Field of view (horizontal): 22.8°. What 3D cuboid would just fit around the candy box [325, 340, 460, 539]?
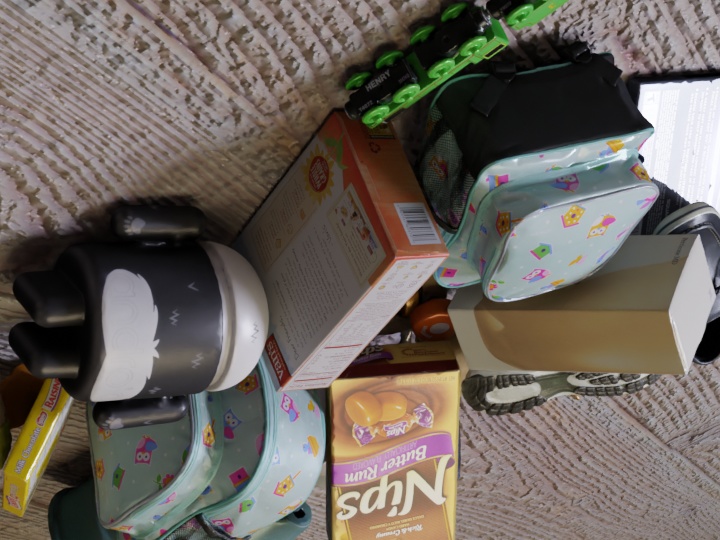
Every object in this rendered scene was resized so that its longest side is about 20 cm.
[{"bbox_3d":[0.027,0.165,1.596,0.116,0.057,0.201,-4,120,-6],"label":"candy box"}]

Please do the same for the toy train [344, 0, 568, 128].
[{"bbox_3d":[0.074,-0.166,1.289,0.199,0.042,0.056,-33,163,22],"label":"toy train"}]

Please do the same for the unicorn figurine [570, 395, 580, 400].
[{"bbox_3d":[0.248,0.056,1.787,0.198,0.138,0.074,-1,147,-3],"label":"unicorn figurine"}]

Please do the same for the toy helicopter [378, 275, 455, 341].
[{"bbox_3d":[0.000,0.000,1.540,0.131,0.079,0.200,-19,145,13],"label":"toy helicopter"}]

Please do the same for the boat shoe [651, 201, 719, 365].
[{"bbox_3d":[0.293,0.013,1.545,0.074,0.062,0.201,-24,143,-7],"label":"boat shoe"}]

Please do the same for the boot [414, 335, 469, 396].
[{"bbox_3d":[0.154,0.052,1.678,0.200,0.066,0.176,-39,137,-9],"label":"boot"}]

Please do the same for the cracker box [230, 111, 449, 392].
[{"bbox_3d":[-0.023,-0.012,1.398,0.057,0.135,0.200,-3,149,-37],"label":"cracker box"}]

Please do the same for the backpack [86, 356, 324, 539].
[{"bbox_3d":[-0.135,0.149,1.550,0.199,0.177,0.153,-26,145,22],"label":"backpack"}]

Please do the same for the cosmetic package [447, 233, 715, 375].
[{"bbox_3d":[0.185,0.027,1.489,0.198,0.105,0.071,-2,128,29],"label":"cosmetic package"}]

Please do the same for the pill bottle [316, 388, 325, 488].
[{"bbox_3d":[-0.005,0.172,1.802,0.109,0.110,0.200,-32,154,20],"label":"pill bottle"}]

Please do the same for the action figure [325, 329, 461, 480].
[{"bbox_3d":[0.052,0.142,1.691,0.104,0.195,0.200,-2,173,30],"label":"action figure"}]

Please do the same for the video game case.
[{"bbox_3d":[0.304,-0.100,1.533,0.199,0.019,0.144,-7,113,-31],"label":"video game case"}]

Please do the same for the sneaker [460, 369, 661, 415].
[{"bbox_3d":[0.182,0.061,1.558,0.198,0.089,0.077,-10,143,8],"label":"sneaker"}]

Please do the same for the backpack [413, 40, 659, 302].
[{"bbox_3d":[0.129,-0.064,1.409,0.175,0.154,0.200,-16,162,-23],"label":"backpack"}]

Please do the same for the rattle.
[{"bbox_3d":[-0.377,0.111,1.474,0.198,0.143,0.131,-11,124,12],"label":"rattle"}]

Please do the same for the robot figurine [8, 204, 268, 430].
[{"bbox_3d":[-0.170,0.038,1.385,0.198,0.126,0.150,-3,150,-29],"label":"robot figurine"}]

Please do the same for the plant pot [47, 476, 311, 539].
[{"bbox_3d":[-0.166,0.242,1.736,0.196,0.201,0.200,-37,152,11],"label":"plant pot"}]

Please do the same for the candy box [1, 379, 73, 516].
[{"bbox_3d":[-0.271,0.144,1.501,0.026,0.103,0.200,22,161,-5],"label":"candy box"}]
